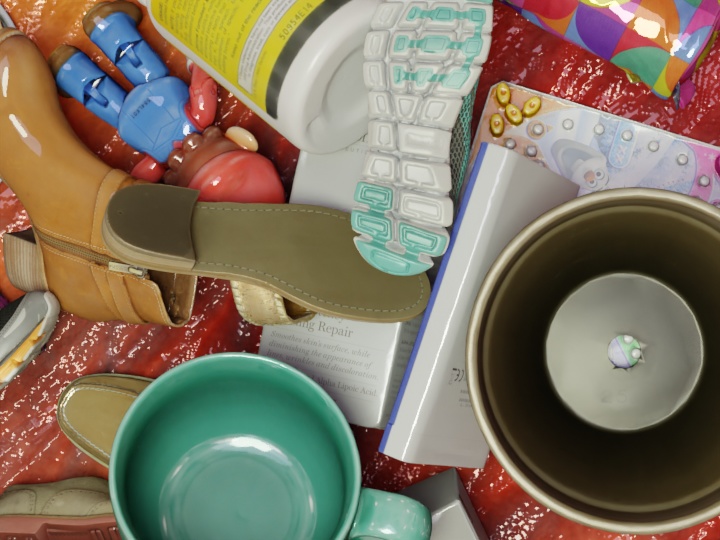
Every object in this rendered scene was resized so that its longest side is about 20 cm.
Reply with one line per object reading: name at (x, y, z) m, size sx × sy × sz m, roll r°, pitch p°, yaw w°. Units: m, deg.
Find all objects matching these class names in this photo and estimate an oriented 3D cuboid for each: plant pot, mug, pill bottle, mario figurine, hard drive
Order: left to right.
mario figurine at (-0.124, -0.090, 1.204) m, size 0.200 × 0.106 × 0.124 m, roll 48°, pitch 137°, yaw 14°
mug at (-0.067, 0.151, 1.081) m, size 0.152 × 0.114 × 0.185 m, roll -41°, pitch 76°, yaw -17°
pill bottle at (-0.067, -0.174, 1.128) m, size 0.200 × 0.114 × 0.114 m, roll 40°, pitch 94°, yaw 26°
hard drive at (0.079, 0.027, 1.114) m, size 0.025 × 0.132 × 0.201 m, roll 19°, pitch 91°, yaw 27°
plant pot at (0.167, 0.052, 1.082) m, size 0.199 × 0.174 × 0.201 m, roll 0°, pitch 90°, yaw 6°

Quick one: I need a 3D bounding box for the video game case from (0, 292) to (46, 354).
video game case at (-0.353, 0.037, 1.218) m, size 0.181 × 0.036 × 0.200 m, roll -38°, pitch 95°, yaw 5°

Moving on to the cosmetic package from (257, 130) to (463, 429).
cosmetic package at (0.000, 0.000, 1.165) m, size 0.101 × 0.074 × 0.201 m, roll 10°, pitch 89°, yaw 21°

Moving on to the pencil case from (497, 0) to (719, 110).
pencil case at (0.149, -0.187, 1.160) m, size 0.200 × 0.088 × 0.089 m, roll 33°, pitch 93°, yaw 6°

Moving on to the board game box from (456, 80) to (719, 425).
board game box at (0.155, -0.008, 1.184) m, size 0.199 × 0.026 × 0.201 m, roll 18°, pitch 91°, yaw 6°

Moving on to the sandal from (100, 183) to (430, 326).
sandal at (-0.065, 0.001, 1.113) m, size 0.211 × 0.070 × 0.078 m, roll 14°, pitch 55°, yaw -10°

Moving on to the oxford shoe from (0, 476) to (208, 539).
oxford shoe at (-0.166, 0.169, 1.187) m, size 0.199 × 0.075 × 0.071 m, roll 1°, pitch 129°, yaw 10°

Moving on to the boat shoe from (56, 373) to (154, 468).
boat shoe at (-0.120, 0.122, 1.186) m, size 0.199 × 0.076 × 0.072 m, roll 18°, pitch 91°, yaw 6°

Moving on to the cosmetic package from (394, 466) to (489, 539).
cosmetic package at (-0.002, 0.224, 1.161) m, size 0.199 × 0.090 × 0.107 m, roll -23°, pitch 99°, yaw 2°

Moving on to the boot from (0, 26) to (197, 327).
boot at (-0.178, -0.060, 1.153) m, size 0.154 × 0.074 × 0.201 m, roll 13°, pitch 123°, yaw 36°

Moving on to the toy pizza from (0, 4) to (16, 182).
toy pizza at (-0.334, -0.126, 1.236) m, size 0.199 × 0.032 × 0.201 m, roll 0°, pitch 89°, yaw 7°

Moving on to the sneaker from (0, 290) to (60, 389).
sneaker at (-0.289, 0.071, 1.167) m, size 0.200 × 0.078 × 0.077 m, roll -36°, pitch 92°, yaw 5°

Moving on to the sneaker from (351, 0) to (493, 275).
sneaker at (0.038, -0.099, 1.075) m, size 0.077 × 0.091 × 0.201 m, roll 14°, pitch 95°, yaw 8°
